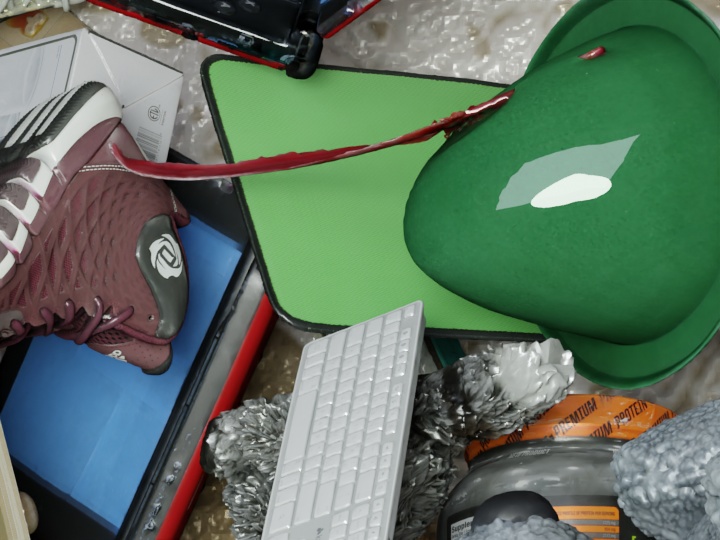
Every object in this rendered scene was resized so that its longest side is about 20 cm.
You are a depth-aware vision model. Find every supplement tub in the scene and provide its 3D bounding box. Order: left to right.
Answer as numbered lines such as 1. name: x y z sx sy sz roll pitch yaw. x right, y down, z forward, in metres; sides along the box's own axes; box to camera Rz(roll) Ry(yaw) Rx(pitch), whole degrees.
1. supplement tub: 0.092 0.161 1.267 0.122 0.123 0.200 -5 69 19

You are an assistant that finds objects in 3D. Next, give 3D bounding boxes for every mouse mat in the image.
1. mouse mat: 0.033 -0.031 1.331 0.008 0.200 0.161 119 145 -42

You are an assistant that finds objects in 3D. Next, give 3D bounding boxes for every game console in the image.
1. game console: -0.114 0.050 1.364 0.119 0.172 0.200 24 99 1
2. game console: -0.024 -0.188 1.373 0.172 0.200 0.119 19 121 -3

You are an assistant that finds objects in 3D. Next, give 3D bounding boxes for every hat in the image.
1. hat: 0.034 -0.028 1.207 0.200 0.176 0.166 -45 55 49

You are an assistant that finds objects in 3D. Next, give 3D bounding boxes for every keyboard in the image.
1. keyboard: -0.009 0.075 1.148 0.056 0.011 0.200 -16 28 16

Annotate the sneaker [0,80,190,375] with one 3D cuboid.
1. sneaker: -0.134 0.022 1.268 0.076 0.116 0.200 -11 37 54

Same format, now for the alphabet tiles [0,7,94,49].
1. alphabet tiles: -0.224 -0.065 1.532 0.167 0.008 0.200 39 87 28

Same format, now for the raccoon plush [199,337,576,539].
1. raccoon plush: 0.005 0.114 1.229 0.200 0.097 0.134 -25 69 49

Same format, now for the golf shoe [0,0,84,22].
1. golf shoe: -0.182 -0.155 1.477 0.088 0.077 0.200 27 53 15

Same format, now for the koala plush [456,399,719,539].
1. koala plush: 0.090 0.149 1.114 0.200 0.177 0.184 -7 90 -10

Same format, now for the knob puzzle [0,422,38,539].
1. knob puzzle: -0.172 0.095 1.366 0.030 0.220 0.220 -15 62 -20

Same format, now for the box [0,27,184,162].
1. box: -0.175 -0.038 1.416 0.200 0.060 0.117 -7 67 51

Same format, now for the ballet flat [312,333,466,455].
1. ballet flat: 0.000 0.000 1.390 0.072 0.072 0.200 -23 63 12
